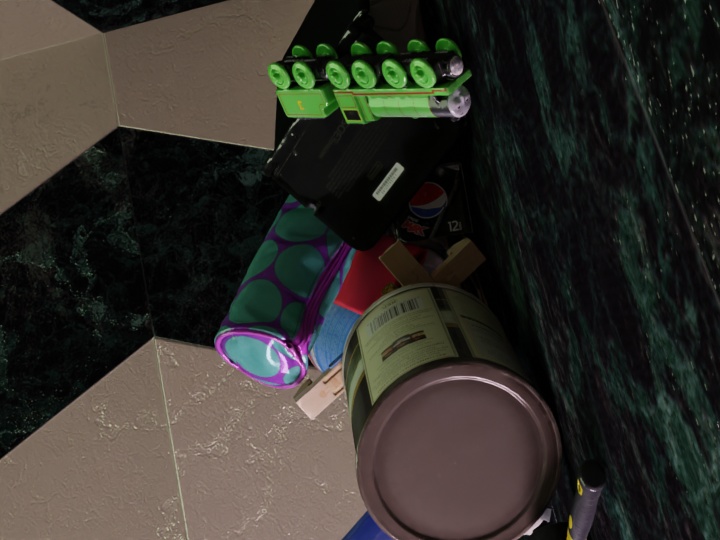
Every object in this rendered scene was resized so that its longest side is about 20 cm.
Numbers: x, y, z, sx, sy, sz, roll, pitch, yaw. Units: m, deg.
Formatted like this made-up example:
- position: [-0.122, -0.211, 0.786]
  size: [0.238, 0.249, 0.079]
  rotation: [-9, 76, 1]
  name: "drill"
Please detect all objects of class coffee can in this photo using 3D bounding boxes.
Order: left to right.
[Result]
- position: [0.062, 0.106, 0.998]
  size: [0.200, 0.144, 0.148]
  rotation: [-103, -1, -74]
  name: "coffee can"

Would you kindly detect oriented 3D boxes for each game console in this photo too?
- position: [0.003, -0.147, 1.087]
  size: [0.175, 0.117, 0.200]
  rotation: [40, 141, 1]
  name: "game console"

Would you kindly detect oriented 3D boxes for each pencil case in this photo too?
- position: [-0.051, 0.005, 1.149]
  size: [0.085, 0.092, 0.201]
  rotation: [55, -135, -34]
  name: "pencil case"

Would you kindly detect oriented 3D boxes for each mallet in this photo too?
- position: [0.135, 0.159, 0.835]
  size: [0.201, 0.041, 0.066]
  rotation: [84, 176, -52]
  name: "mallet"

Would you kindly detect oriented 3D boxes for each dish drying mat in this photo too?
- position: [0.000, 0.000, 1.216]
  size: [0.018, 0.077, 0.200]
  rotation: [30, 175, -23]
  name: "dish drying mat"

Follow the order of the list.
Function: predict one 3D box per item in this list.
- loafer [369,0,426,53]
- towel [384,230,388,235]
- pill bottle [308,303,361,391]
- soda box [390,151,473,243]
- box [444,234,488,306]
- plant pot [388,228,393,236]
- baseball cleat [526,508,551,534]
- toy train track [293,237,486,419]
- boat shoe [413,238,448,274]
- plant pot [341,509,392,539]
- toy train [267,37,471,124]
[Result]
- position: [0.028, -0.194, 1.133]
  size: [0.063, 0.071, 0.202]
  rotation: [6, -113, -83]
  name: "loafer"
- position: [-0.018, -0.063, 1.324]
  size: [0.146, 0.024, 0.200]
  rotation: [59, 168, 15]
  name: "towel"
- position: [0.024, 0.074, 1.230]
  size: [0.200, 0.111, 0.114]
  rotation: [-153, 47, -69]
  name: "pill bottle"
- position: [0.052, -0.079, 1.199]
  size: [0.200, 0.070, 0.064]
  rotation: [-106, 7, -76]
  name: "soda box"
- position: [0.117, 0.084, 1.253]
  size: [0.165, 0.021, 0.201]
  rotation: [-103, -1, -45]
  name: "box"
- position: [0.031, -0.027, 1.473]
  size: [0.092, 0.199, 0.203]
  rotation: [-16, 88, 52]
  name: "plant pot"
- position: [0.085, 0.195, 1.137]
  size: [0.199, 0.106, 0.070]
  rotation: [11, 77, 60]
  name: "baseball cleat"
- position: [0.022, 0.046, 1.108]
  size: [0.115, 0.200, 0.033]
  rotation: [49, 178, -25]
  name: "toy train track"
- position: [0.063, -0.012, 1.342]
  size: [0.200, 0.073, 0.066]
  rotation: [62, -148, -78]
  name: "boat shoe"
- position: [0.071, 0.299, 1.277]
  size: [0.179, 0.200, 0.200]
  rotation: [41, 173, 9]
  name: "plant pot"
- position: [0.005, -0.135, 0.956]
  size: [0.199, 0.042, 0.057]
  rotation: [9, 131, 48]
  name: "toy train"
